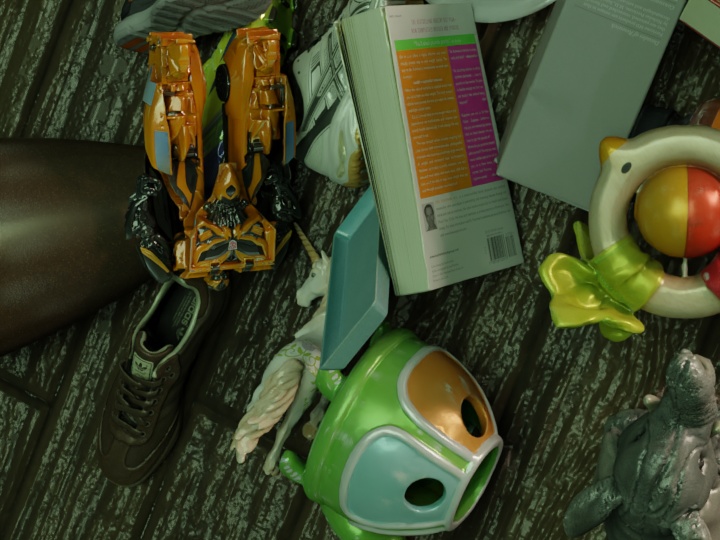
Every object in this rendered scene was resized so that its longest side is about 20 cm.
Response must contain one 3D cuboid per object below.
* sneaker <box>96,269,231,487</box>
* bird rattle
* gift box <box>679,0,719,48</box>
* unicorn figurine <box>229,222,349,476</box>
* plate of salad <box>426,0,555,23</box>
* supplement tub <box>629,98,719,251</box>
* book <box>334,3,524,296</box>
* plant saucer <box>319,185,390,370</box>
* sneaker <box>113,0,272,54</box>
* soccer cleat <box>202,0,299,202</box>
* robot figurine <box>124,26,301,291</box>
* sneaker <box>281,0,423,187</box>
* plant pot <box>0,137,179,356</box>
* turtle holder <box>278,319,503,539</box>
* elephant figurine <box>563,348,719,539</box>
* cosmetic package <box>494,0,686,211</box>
[{"bbox_3d":[-0.173,0.080,1.391,0.070,0.075,0.202,24,95,19],"label":"sneaker"},{"bbox_3d":[0.221,-0.014,1.153,0.198,0.113,0.165,3,104,21],"label":"bird rattle"},{"bbox_3d":[0.349,-0.210,1.150,0.184,0.187,0.200,41,56,11],"label":"gift box"},{"bbox_3d":[-0.044,0.069,1.327,0.073,0.200,0.138,19,110,-7],"label":"unicorn figurine"},{"bbox_3d":[0.111,-0.287,1.323,0.198,0.048,0.202,-4,83,31],"label":"plate of salad"},{"bbox_3d":[0.287,-0.059,1.219,0.198,0.107,0.108,17,93,20],"label":"supplement tub"},{"bbox_3d":[0.058,-0.093,1.272,0.048,0.133,0.202,-10,92,38],"label":"book"},{"bbox_3d":[0.000,0.000,1.283,0.019,0.201,0.070,31,116,-16],"label":"plant saucer"},{"bbox_3d":[-0.133,-0.244,1.357,0.199,0.077,0.113,-9,73,51],"label":"sneaker"},{"bbox_3d":[-0.106,-0.152,1.386,0.083,0.065,0.202,17,93,24],"label":"soccer cleat"},{"bbox_3d":[-0.109,-0.081,1.315,0.058,0.144,0.202,-155,61,-62],"label":"robot figurine"},{"bbox_3d":[-0.012,-0.168,1.335,0.087,0.075,0.202,21,105,25],"label":"sneaker"},{"bbox_3d":[-0.252,-0.031,1.386,0.198,0.187,0.189,-13,83,5],"label":"plant pot"},{"bbox_3d":[0.023,0.143,1.285,0.131,0.141,0.187,30,96,17],"label":"turtle holder"},{"bbox_3d":[0.204,0.147,1.188,0.140,0.200,0.157,-20,81,17],"label":"elephant figurine"},{"bbox_3d":[0.169,-0.154,1.238,0.089,0.107,0.202,18,109,1],"label":"cosmetic package"}]
